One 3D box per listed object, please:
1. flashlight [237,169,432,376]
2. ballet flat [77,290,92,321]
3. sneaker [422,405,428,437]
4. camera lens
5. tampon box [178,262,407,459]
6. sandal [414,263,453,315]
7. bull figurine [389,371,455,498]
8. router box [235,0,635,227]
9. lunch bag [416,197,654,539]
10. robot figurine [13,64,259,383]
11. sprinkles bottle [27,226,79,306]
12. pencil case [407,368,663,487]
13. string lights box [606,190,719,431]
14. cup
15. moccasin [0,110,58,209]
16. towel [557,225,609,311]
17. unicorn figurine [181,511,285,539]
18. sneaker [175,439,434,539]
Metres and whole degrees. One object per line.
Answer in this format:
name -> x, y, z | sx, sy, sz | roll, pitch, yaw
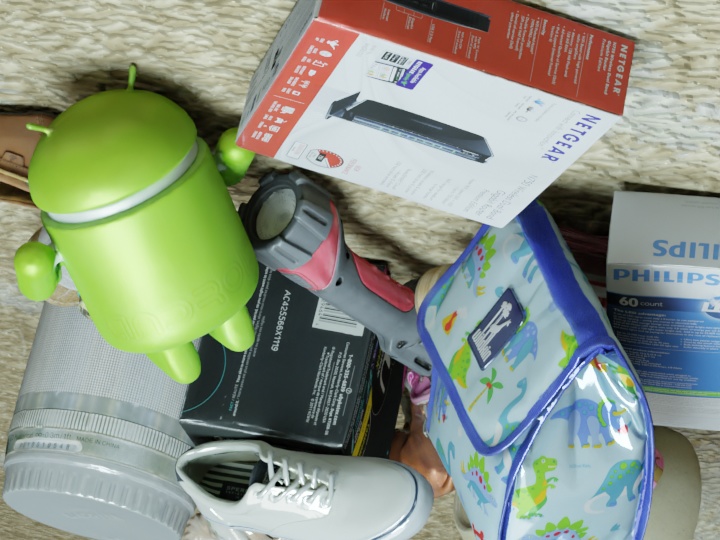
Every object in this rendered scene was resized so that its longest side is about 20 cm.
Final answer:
flashlight -> 0.000, 0.000, 1.489 | 0.068, 0.068, 0.200 | -35, 137, 24
ballet flat -> -0.145, 0.025, 1.532 | 0.072, 0.072, 0.200 | 9, -174, 10
sneaker -> 0.142, 0.109, 1.673 | 0.199, 0.082, 0.075 | 2, 157, 26
camera lens -> -0.188, 0.101, 1.678 | 0.159, 0.201, 0.160 | 11, 160, 4
tampon box -> -0.043, 0.089, 1.634 | 0.126, 0.150, 0.200 | 9, 160, 12
sandal -> 0.135, 0.056, 1.489 | 0.211, 0.078, 0.070 | 32, 149, -32
bull figurine -> 0.038, 0.156, 1.790 | 0.065, 0.122, 0.200 | 8, 162, -26
router box -> 0.037, -0.101, 1.227 | 0.179, 0.049, 0.200 | 17, 159, -10
lunch bag -> 0.114, 0.075, 1.364 | 0.127, 0.170, 0.200 | -5, 127, -16
robot figurine -> -0.139, -0.029, 1.368 | 0.116, 0.175, 0.200 | 36, 153, 60
sprinkles bottle -> -0.189, -0.028, 1.527 | 0.068, 0.068, 0.200 | 19, 159, -17
pencil case -> 0.131, 0.116, 1.588 | 0.200, 0.087, 0.083 | 38, -168, -17
string lights box -> 0.214, 0.031, 1.396 | 0.102, 0.059, 0.200 | 5, 147, 9
cup -> 0.162, 0.194, 1.739 | 0.143, 0.201, 0.200 | 27, 156, -19
moccasin -> -0.287, -0.068, 1.467 | 0.201, 0.078, 0.074 | 5, 158, 20
towel -> 0.166, 0.016, 1.503 | 0.144, 0.023, 0.200 | 12, 160, 0
unicorn figurine -> -0.087, 0.216, 1.699 | 0.137, 0.074, 0.200 | 20, 149, 12
sneaker -> -0.046, 0.158, 1.502 | 0.199, 0.073, 0.071 | -3, 154, 32
